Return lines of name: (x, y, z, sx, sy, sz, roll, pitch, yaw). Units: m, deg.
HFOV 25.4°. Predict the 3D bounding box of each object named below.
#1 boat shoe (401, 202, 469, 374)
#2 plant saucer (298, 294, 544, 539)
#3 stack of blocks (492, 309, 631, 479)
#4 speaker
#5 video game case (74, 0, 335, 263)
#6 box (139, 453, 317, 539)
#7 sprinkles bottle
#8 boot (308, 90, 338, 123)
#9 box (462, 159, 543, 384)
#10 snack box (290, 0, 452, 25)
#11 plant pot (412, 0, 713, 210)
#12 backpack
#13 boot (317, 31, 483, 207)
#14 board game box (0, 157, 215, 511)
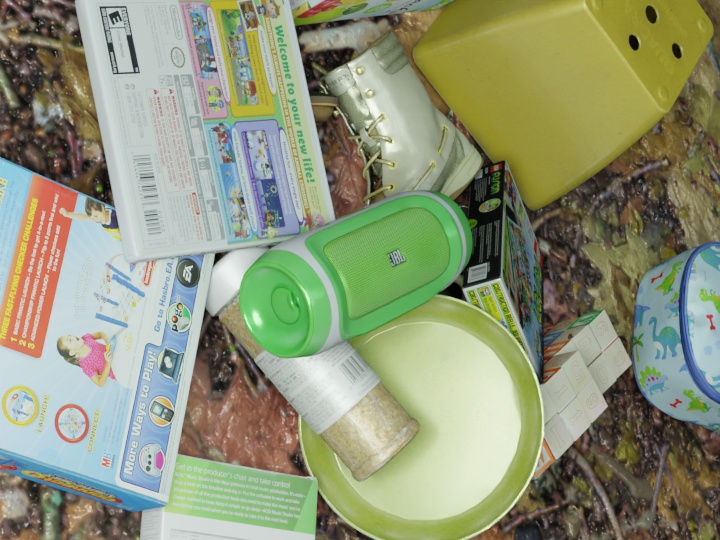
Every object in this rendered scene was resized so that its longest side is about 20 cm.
boat shoe: (0.071, 0.020, 1.375, 0.072, 0.066, 0.202, 41, 54, -21)
plant saucer: (0.050, 0.120, 1.278, 0.031, 0.198, 0.202, 26, 54, -77)
stack of blocks: (0.154, 0.111, 1.390, 0.200, 0.115, 0.059, -36, 102, -41)
speaker: (0.000, 0.000, 1.205, 0.199, 0.088, 0.089, -25, 95, -47)
video game case: (-0.114, -0.114, 1.202, 0.181, 0.022, 0.202, -8, 83, -36)
box: (-0.100, 0.246, 1.191, 0.144, 0.036, 0.202, 16, 69, -36)
sprinkles bottle: (-0.042, 0.068, 1.233, 0.200, 0.068, 0.068, 49, 51, 1)
boot: (-0.102, -0.110, 1.277, 0.199, 0.073, 0.076, -12, 105, -38)
box: (0.125, 0.001, 1.372, 0.201, 0.034, 0.111, -80, 150, -57)
snack box: (0.038, -0.264, 1.376, 0.199, 0.142, 0.053, -15, 88, -42)
plant pot: (0.206, -0.210, 1.481, 0.200, 0.176, 0.200, 49, 52, -19)
backpack: (0.375, 0.064, 1.566, 0.199, 0.147, 0.185, 17, 66, -27)
boot: (0.012, -0.101, 1.357, 0.155, 0.072, 0.200, 56, 45, -15)
board game box: (-0.212, 0.048, 1.134, 0.195, 0.056, 0.202, 25, 63, -33)
